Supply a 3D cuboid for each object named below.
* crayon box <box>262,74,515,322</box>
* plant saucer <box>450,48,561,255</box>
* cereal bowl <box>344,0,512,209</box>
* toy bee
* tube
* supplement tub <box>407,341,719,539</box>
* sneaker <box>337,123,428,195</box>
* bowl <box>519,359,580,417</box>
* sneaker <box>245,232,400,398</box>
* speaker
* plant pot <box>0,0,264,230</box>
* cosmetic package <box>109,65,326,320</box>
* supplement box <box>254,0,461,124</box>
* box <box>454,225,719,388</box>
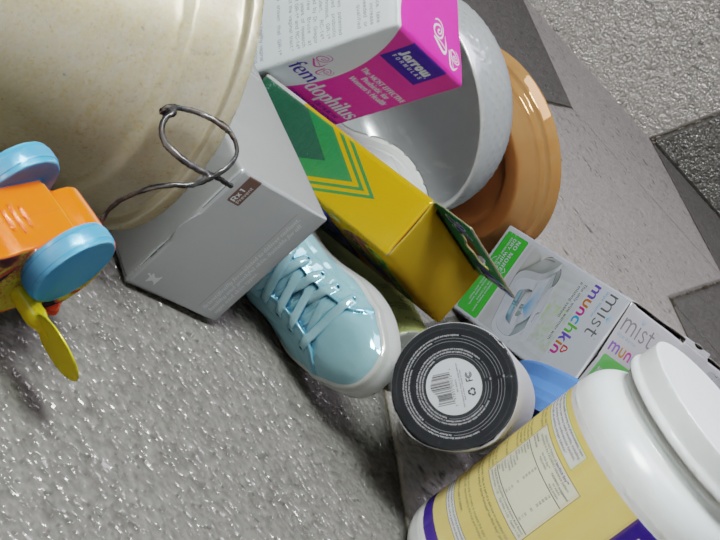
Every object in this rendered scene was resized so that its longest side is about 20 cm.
[{"bbox_3d":[0.006,-0.041,1.055,0.200,0.052,0.126,38,-6,29],"label":"crayon box"},{"bbox_3d":[0.095,-0.107,1.373,0.037,0.200,0.200,-20,67,-38],"label":"plant saucer"},{"bbox_3d":[0.056,-0.149,1.305,0.083,0.200,0.200,-18,66,-43],"label":"cereal bowl"},{"bbox_3d":[-0.157,-0.003,0.739,0.199,0.109,0.131,0,56,-35],"label":"toy bee"},{"bbox_3d":[0.000,0.000,1.144,0.200,0.052,0.058,-116,-165,-47],"label":"tube"},{"bbox_3d":[0.143,0.152,0.929,0.145,0.200,0.146,42,20,-19],"label":"supplement tub"},{"bbox_3d":[-0.025,-0.086,1.246,0.200,0.074,0.087,41,37,-16],"label":"sneaker"},{"bbox_3d":[0.192,0.136,1.175,0.200,0.039,0.201,34,-8,6],"label":"bowl"},{"bbox_3d":[-0.053,0.004,0.984,0.082,0.074,0.200,22,21,-52],"label":"sneaker"},{"bbox_3d":[0.073,0.083,1.015,0.081,0.081,0.200,53,4,11],"label":"speaker"},{"bbox_3d":[-0.184,-0.141,0.813,0.183,0.201,0.201,18,35,-38],"label":"plant pot"},{"bbox_3d":[-0.111,-0.081,0.954,0.090,0.107,0.200,26,31,-48],"label":"cosmetic package"},{"bbox_3d":[-0.037,-0.170,1.105,0.101,0.199,0.104,33,48,-52],"label":"supplement box"},{"bbox_3d":[0.212,0.069,1.324,0.200,0.097,0.176,34,2,-39],"label":"box"}]
